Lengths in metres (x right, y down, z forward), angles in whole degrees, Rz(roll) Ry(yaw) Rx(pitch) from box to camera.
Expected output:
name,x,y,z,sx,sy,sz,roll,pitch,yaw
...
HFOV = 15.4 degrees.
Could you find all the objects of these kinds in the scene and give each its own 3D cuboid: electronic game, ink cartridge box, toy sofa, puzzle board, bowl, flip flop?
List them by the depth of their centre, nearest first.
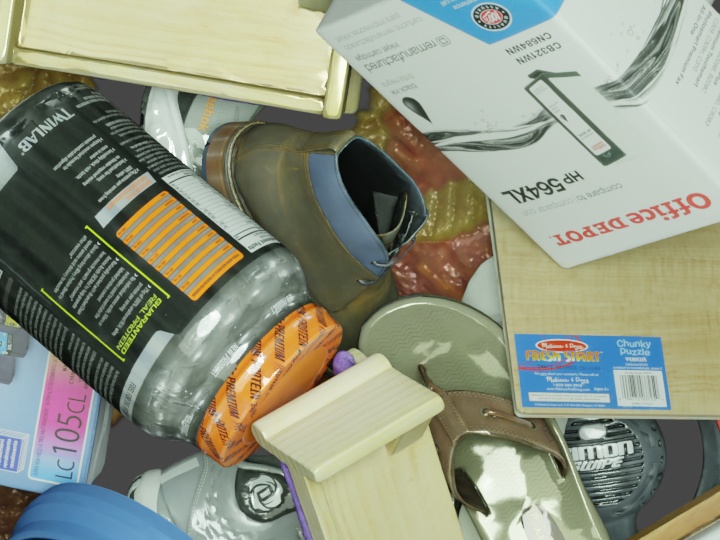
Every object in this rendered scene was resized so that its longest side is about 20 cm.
name,x,y,z,sx,sy,sz,roll,pitch,yaw
ink cartridge box,0.102,-0.103,1.360,0.200,0.146,0.084,42,56,-23
toy sofa,0.010,0.146,1.398,0.083,0.098,0.200,-29,121,-21
flip flop,0.069,0.100,1.407,0.081,0.058,0.200,-29,87,7
puzzle board,0.172,0.016,1.443,0.200,0.017,0.151,1,58,-10
toy sofa,-0.095,-0.139,1.449,0.200,0.098,0.083,9,97,1
bowl,-0.121,0.207,1.477,0.201,0.201,0.039,49,55,-5
ink cartridge box,-0.237,0.041,1.510,0.200,0.076,0.137,11,100,3
electronic game,0.134,0.105,1.513,0.200,0.042,0.200,1,100,4

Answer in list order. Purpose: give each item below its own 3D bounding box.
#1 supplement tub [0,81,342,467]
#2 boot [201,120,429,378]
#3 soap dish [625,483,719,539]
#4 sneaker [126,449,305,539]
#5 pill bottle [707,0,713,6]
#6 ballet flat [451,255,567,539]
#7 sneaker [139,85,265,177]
name,x,y,z,sx,sy,sz,roll,pitch,yaw
supplement tub,-0.115,0.004,1.397,0.200,0.123,0.123,40,100,12
boot,0.000,0.000,1.452,0.200,0.097,0.075,53,56,-27
soap dish,0.220,0.184,1.445,0.200,0.081,0.157,-35,101,31
sneaker,-0.038,0.181,1.522,0.115,0.075,0.200,-31,97,4
pill bottle,0.095,-0.189,1.429,0.200,0.113,0.113,28,100,-1
ballet flat,0.078,0.092,1.467,0.069,0.069,0.200,5,97,3
sneaker,-0.078,-0.010,1.493,0.079,0.074,0.200,-5,99,-1
